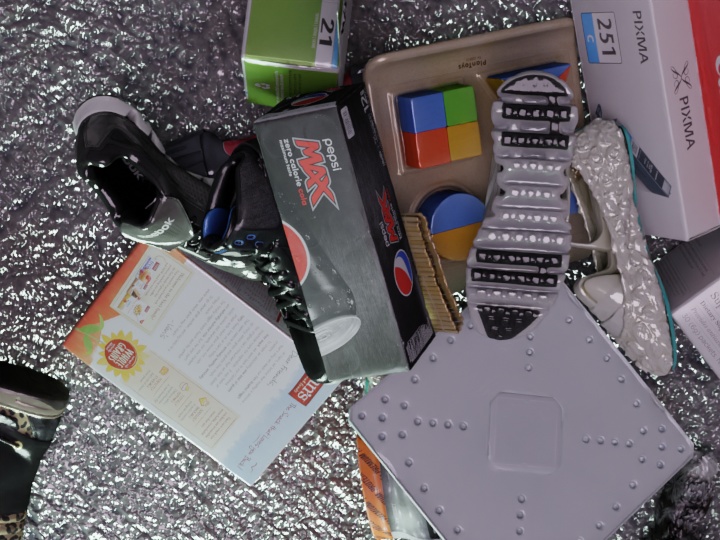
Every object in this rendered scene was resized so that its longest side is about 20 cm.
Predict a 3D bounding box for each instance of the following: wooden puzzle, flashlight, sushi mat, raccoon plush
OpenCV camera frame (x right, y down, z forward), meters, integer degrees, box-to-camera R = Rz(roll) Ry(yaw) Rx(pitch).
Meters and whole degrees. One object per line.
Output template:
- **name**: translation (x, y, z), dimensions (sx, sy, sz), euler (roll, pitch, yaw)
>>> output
- **wooden puzzle**: translation (0.102, -0.082, 1.142), dimensions (0.184, 0.046, 0.202), euler (-14, 109, -20)
- **flashlight**: translation (-0.061, -0.109, 1.170), dimensions (0.198, 0.068, 0.068), euler (-16, 117, 11)
- **sushi mat**: translation (0.000, 0.000, 1.150), dimensions (0.012, 0.199, 0.096), euler (-30, 109, -32)
- **raccoon plush**: translation (0.307, 0.267, 1.251), dimensions (0.133, 0.097, 0.202), euler (19, 106, -12)

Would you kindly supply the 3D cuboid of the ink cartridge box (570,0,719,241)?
- **ink cartridge box**: translation (0.242, -0.123, 1.099), dimensions (0.044, 0.176, 0.202), euler (-21, 107, -28)

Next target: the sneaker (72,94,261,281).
- **sneaker**: translation (-0.142, -0.043, 1.118), dimensions (0.066, 0.091, 0.200), euler (-39, 115, 24)

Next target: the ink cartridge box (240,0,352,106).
- **ink cartridge box**: translation (-0.042, -0.215, 1.044), dimensions (0.075, 0.200, 0.149), euler (6, 78, 1)

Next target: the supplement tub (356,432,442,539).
- **supplement tub**: translation (0.102, 0.157, 1.207), dimensions (0.198, 0.123, 0.124), euler (-11, 106, 5)

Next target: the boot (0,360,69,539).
- **boot**: translation (-0.358, 0.143, 1.251), dimensions (0.198, 0.073, 0.152), euler (14, 106, -7)

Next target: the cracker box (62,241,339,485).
- **cracker box**: translation (-0.126, 0.065, 1.217), dimensions (0.199, 0.058, 0.134), euler (38, 111, -8)

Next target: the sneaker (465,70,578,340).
- **sneaker**: translation (0.121, -0.048, 1.090), dimensions (0.074, 0.081, 0.202), euler (10, 102, 2)

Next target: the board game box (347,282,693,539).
- **board game box**: translation (0.121, 0.124, 1.115), dimensions (0.200, 0.026, 0.200), euler (-39, 90, -16)

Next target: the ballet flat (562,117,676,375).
- **ballet flat**: translation (0.186, -0.014, 1.124), dimensions (0.071, 0.072, 0.202), euler (-13, 87, 6)

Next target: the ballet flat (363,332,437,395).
- **ballet flat**: translation (0.089, 0.059, 1.167), dimensions (0.199, 0.072, 0.072), euler (-28, 105, -17)

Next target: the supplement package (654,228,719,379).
- **supplement package**: translation (0.345, 0.000, 1.152), dimensions (0.199, 0.120, 0.121), euler (-38, 102, 12)

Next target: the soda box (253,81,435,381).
- **soda box**: translation (-0.010, -0.026, 1.052), dimensions (0.070, 0.063, 0.202), euler (-9, 108, 23)

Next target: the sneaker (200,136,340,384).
- **sneaker**: translation (-0.068, -0.003, 1.110), dimensions (0.111, 0.073, 0.202), euler (-14, 104, -37)
